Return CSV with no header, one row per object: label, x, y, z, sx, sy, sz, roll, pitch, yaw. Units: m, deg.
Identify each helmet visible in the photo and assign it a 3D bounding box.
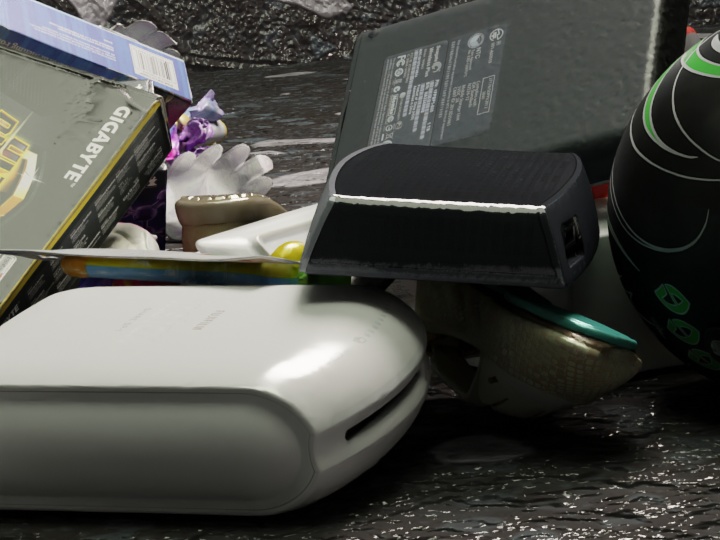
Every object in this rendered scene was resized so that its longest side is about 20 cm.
helmet,0.216,-0.035,1.279,0.200,0.200,0.191,-7,18,-18

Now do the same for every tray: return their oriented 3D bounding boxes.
tray,0.000,0.000,1.467,0.022,0.107,0.200,-49,-16,29

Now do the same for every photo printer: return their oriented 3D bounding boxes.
photo printer,-0.073,0.055,1.185,0.200,0.070,0.166,0,16,20

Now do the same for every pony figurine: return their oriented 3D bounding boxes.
pony figurine,-0.168,-0.085,1.970,0.193,0.167,0.200,-35,3,18

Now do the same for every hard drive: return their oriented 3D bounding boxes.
hard drive,0.047,-0.029,1.267,0.135,0.042,0.200,3,11,8
hard drive,0.079,-0.095,1.433,0.200,0.033,0.140,-13,48,30

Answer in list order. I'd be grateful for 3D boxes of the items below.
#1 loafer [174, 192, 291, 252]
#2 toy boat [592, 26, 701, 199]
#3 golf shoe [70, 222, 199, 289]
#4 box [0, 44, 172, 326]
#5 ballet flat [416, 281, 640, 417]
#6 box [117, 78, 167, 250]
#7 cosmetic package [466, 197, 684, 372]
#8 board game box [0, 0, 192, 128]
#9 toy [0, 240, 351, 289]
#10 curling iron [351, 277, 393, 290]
loafer,-0.063,-0.004,1.602,0.076,0.068,0.200,1,-6,20
toy boat,0.122,-0.077,1.490,0.200,0.131,0.131,-29,-8,-11
golf shoe,-0.141,0.019,1.468,0.091,0.075,0.200,-14,13,-34
box,-0.222,-0.039,1.461,0.160,0.049,0.200,18,53,22
ballet flat,0.075,0.040,1.259,0.067,0.062,0.200,19,5,-19
box,-0.220,-0.035,1.591,0.200,0.141,0.079,-6,50,-9
cosmetic package,0.156,0.003,1.417,0.200,0.081,0.113,-11,11,-31
board game box,-0.241,-0.084,1.628,0.200,0.199,0.043,20,39,-34
toy,-0.092,0.011,1.329,0.200,0.047,0.115,-2,-4,37
curling iron,-0.006,0.022,1.337,0.050,0.026,0.200,0,30,36
